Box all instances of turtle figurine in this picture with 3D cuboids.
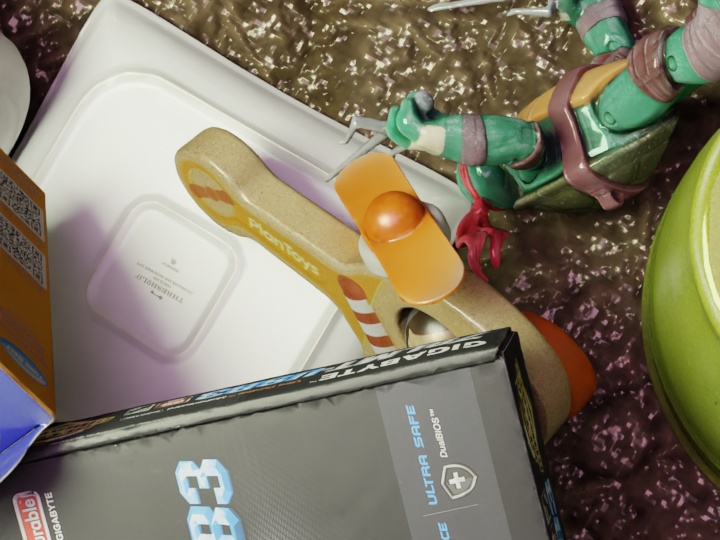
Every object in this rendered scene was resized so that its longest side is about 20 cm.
[{"bbox_3d":[0.089,-0.074,0.906,0.200,0.150,0.101,-25,109,38],"label":"turtle figurine"}]

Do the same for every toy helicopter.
[{"bbox_3d":[0.000,0.000,0.881,0.200,0.132,0.079,36,68,25],"label":"toy helicopter"}]

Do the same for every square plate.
[{"bbox_3d":[-0.084,0.004,0.972,0.200,0.028,0.198,30,89,16],"label":"square plate"}]

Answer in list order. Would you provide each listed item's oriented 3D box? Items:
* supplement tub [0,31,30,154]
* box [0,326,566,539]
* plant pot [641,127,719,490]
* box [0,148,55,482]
[{"bbox_3d":[-0.253,-0.108,0.972,0.140,0.140,0.200,-43,75,3],"label":"supplement tub"},{"bbox_3d":[-0.019,0.137,0.813,0.198,0.050,0.200,-12,98,10],"label":"box"},{"bbox_3d":[0.193,0.000,0.821,0.200,0.193,0.201,-2,80,13],"label":"plant pot"},{"bbox_3d":[-0.173,0.037,0.845,0.119,0.200,0.041,-36,116,11],"label":"box"}]
